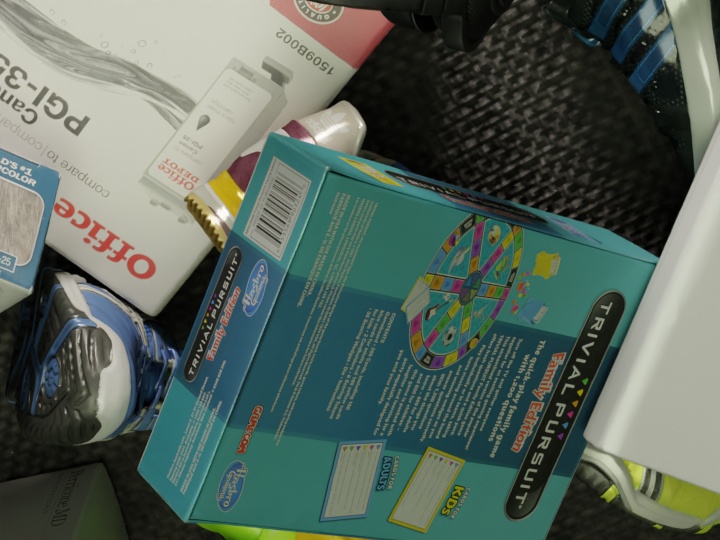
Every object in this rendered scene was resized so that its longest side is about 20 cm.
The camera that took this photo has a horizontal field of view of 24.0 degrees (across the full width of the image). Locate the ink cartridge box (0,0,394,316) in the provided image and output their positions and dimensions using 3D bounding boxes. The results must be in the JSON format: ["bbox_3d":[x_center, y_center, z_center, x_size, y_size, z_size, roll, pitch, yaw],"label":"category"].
[{"bbox_3d":[-0.089,-0.101,0.766,0.146,0.083,0.200,36,108,-13],"label":"ink cartridge box"}]

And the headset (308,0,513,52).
[{"bbox_3d":[0.018,-0.144,0.654,0.200,0.123,0.094,-10,121,-44],"label":"headset"}]

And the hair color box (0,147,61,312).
[{"bbox_3d":[-0.225,-0.006,0.750,0.100,0.061,0.200,24,150,-28],"label":"hair color box"}]

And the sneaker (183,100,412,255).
[{"bbox_3d":[0.000,0.000,0.772,0.090,0.075,0.200,-36,150,1],"label":"sneaker"}]

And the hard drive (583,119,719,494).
[{"bbox_3d":[0.196,0.006,0.755,0.132,0.026,0.200,21,96,-19],"label":"hard drive"}]

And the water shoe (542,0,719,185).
[{"bbox_3d":[0.126,-0.123,0.771,0.079,0.072,0.200,-8,109,29],"label":"water shoe"}]

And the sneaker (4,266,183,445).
[{"bbox_3d":[-0.116,0.040,0.773,0.077,0.200,0.076,11,92,-14],"label":"sneaker"}]

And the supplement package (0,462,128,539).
[{"bbox_3d":[-0.218,0.193,0.865,0.200,0.121,0.120,-12,110,6],"label":"supplement package"}]

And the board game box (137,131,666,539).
[{"bbox_3d":[0.022,0.039,0.720,0.200,0.047,0.151,13,104,-40],"label":"board game box"}]

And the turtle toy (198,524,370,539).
[{"bbox_3d":[-0.011,0.142,0.849,0.200,0.101,0.146,30,133,-8],"label":"turtle toy"}]

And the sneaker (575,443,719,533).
[{"bbox_3d":[0.120,0.055,0.828,0.200,0.075,0.076,38,108,-14],"label":"sneaker"}]
